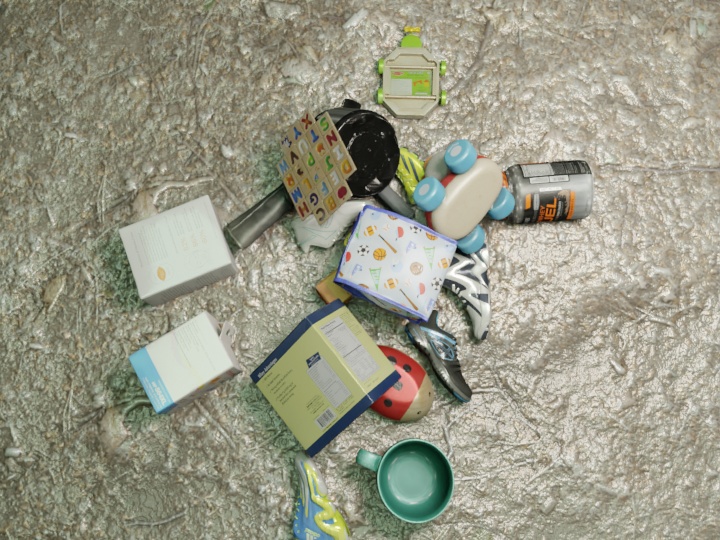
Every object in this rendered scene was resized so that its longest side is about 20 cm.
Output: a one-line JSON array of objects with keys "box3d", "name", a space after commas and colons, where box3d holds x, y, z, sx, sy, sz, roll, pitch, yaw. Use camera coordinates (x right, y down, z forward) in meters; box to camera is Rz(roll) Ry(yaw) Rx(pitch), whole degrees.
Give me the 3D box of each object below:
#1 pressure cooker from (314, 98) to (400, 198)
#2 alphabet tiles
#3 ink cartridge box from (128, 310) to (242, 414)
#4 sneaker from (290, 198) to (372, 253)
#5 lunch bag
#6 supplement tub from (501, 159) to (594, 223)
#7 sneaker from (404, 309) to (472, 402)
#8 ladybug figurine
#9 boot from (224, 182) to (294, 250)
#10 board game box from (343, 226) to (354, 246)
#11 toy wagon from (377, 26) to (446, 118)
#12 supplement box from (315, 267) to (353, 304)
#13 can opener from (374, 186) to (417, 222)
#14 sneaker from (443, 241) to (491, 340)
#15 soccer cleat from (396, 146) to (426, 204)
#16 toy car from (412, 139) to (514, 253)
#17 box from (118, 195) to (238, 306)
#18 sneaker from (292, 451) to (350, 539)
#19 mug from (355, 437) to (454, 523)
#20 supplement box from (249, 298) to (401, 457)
[{"box3d": [-0.030, -0.243, 1.608, 0.174, 0.199, 0.181, -35, 115, -14], "name": "pressure cooker"}, {"box3d": [-0.090, -0.200, 1.511, 0.166, 0.006, 0.203, -38, 69, 32], "name": "alphabet tiles"}, {"box3d": [-0.333, 0.180, 1.555, 0.197, 0.129, 0.127, -30, 81, -5], "name": "ink cartridge box"}, {"box3d": [-0.053, -0.095, 1.615, 0.197, 0.070, 0.082, -19, 88, 32], "name": "sneaker"}, {"box3d": [0.063, -0.013, 1.508, 0.196, 0.124, 0.173, 23, 79, -4], "name": "lunch bag"}, {"box3d": [0.377, -0.163, 1.629, 0.194, 0.123, 0.126, -4, 79, 0], "name": "supplement tub"}, {"box3d": [0.175, 0.174, 1.588, 0.081, 0.073, 0.202, -34, 82, -7], "name": "sneaker"}, {"box3d": [0.059, 0.226, 1.577, 0.197, 0.072, 0.138, 28, 80, 5], "name": "ladybug figurine"}, {"box3d": [-0.177, -0.118, 1.605, 0.198, 0.181, 0.074, -35, 113, -13], "name": "boot"}, {"box3d": [0.068, -0.039, 1.588, 0.198, 0.030, 0.096, 34, 80, 10], "name": "board game box"}, {"box3d": [0.114, -0.437, 1.722, 0.151, 0.040, 0.206, 2, 78, 0], "name": "toy wagon"}, {"box3d": [0.000, 0.000, 1.624, 0.199, 0.069, 0.067, -40, 82, -6], "name": "supplement box"}, {"box3d": [0.085, -0.106, 1.651, 0.067, 0.053, 0.200, -44, 81, -9], "name": "can opener"}, {"box3d": [0.206, 0.042, 1.616, 0.126, 0.079, 0.205, -2, 93, 13], "name": "sneaker"}, {"box3d": [0.116, -0.190, 1.662, 0.199, 0.065, 0.084, 40, 84, 6], "name": "soccer cleat"}, {"box3d": [0.174, -0.169, 1.564, 0.178, 0.200, 0.184, -49, 126, 2], "name": "toy car"}, {"box3d": [-0.373, -0.038, 1.607, 0.196, 0.106, 0.155, -21, 80, -5], "name": "box"}, {"box3d": [-0.103, 0.464, 1.529, 0.103, 0.076, 0.203, -28, 81, -5], "name": "sneaker"}, {"box3d": [0.095, 0.394, 1.524, 0.151, 0.115, 0.187, -35, 81, -6], "name": "mug"}, {"box3d": [-0.068, 0.205, 1.505, 0.201, 0.134, 0.200, 50, 119, 8], "name": "supplement box"}]
